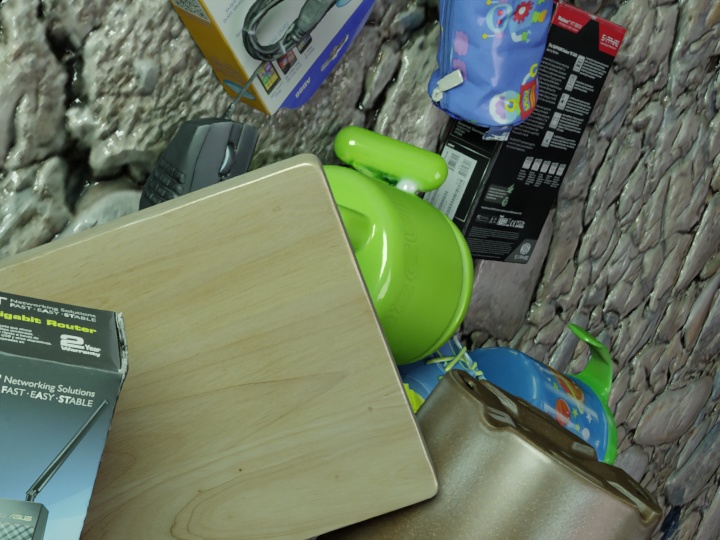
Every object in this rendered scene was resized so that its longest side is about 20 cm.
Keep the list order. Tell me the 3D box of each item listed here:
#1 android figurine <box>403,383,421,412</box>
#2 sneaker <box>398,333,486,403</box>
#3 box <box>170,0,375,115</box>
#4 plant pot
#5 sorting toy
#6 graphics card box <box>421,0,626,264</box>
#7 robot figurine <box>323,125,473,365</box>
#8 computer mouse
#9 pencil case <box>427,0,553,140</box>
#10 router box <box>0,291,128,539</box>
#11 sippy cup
[{"bbox_3d":[-0.038,0.115,0.945,0.199,0.041,0.182,-7,147,-11],"label":"android figurine"},{"bbox_3d":[0.060,0.091,1.052,0.076,0.200,0.105,-28,120,-33],"label":"sneaker"},{"bbox_3d":[-0.052,-0.176,0.803,0.119,0.041,0.200,-53,151,-14],"label":"box"},{"bbox_3d":[0.062,0.179,0.869,0.199,0.200,0.200,-57,150,5],"label":"plant pot"},{"bbox_3d":[-0.084,0.052,0.787,0.199,0.070,0.199,-19,111,4],"label":"sorting toy"},{"bbox_3d":[0.119,-0.105,1.109,0.125,0.051,0.200,2,112,-58],"label":"graphics card box"},{"bbox_3d":[0.000,0.000,0.949,0.200,0.115,0.176,17,91,-60],"label":"robot figurine"},{"bbox_3d":[-0.061,-0.085,0.807,0.059,0.034,0.200,5,130,-43],"label":"computer mouse"},{"bbox_3d":[0.085,-0.187,0.962,0.087,0.078,0.200,-26,136,-33],"label":"pencil case"},{"bbox_3d":[-0.213,0.078,0.632,0.199,0.062,0.150,11,111,-18],"label":"router box"},{"bbox_3d":[0.134,0.131,1.261,0.130,0.139,0.178,39,56,-49],"label":"sippy cup"}]
